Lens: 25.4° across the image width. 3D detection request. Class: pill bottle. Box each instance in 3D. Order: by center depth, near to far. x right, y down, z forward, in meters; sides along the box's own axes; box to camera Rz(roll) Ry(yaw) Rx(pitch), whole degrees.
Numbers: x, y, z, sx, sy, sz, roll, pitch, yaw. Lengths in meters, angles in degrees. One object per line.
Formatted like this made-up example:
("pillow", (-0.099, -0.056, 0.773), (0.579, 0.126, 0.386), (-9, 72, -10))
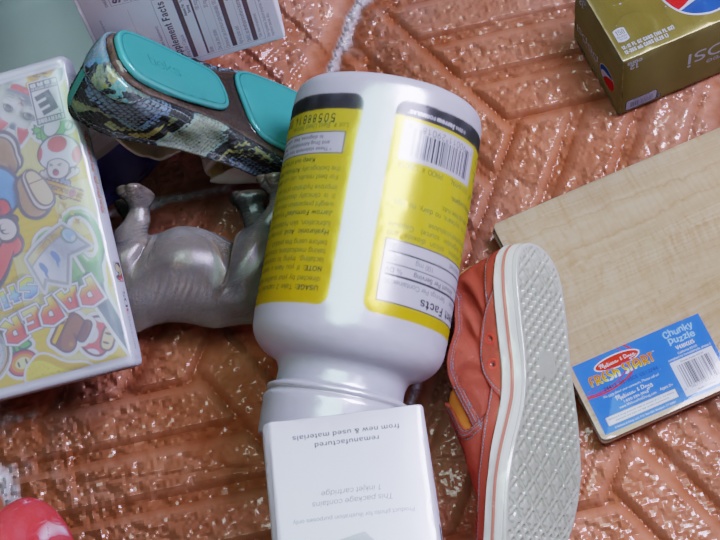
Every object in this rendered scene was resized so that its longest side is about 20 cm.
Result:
("pill bottle", (0.000, 0.000, 0.894), (0.110, 0.111, 0.201), (8, 77, 11))

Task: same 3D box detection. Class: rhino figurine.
("rhino figurine", (-0.133, -0.004, 0.951), (0.198, 0.060, 0.088), (-5, 77, 6))

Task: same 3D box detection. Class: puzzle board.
("puzzle board", (0.198, -0.001, 0.937), (0.199, 0.017, 0.151), (-23, 65, -4))

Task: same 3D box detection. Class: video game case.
("video game case", (-0.241, -0.010, 0.926), (0.199, 0.023, 0.183), (-14, 86, 8))

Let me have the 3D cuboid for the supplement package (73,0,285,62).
("supplement package", (-0.128, -0.241, 0.923), (0.110, 0.156, 0.201), (-17, 65, -1))

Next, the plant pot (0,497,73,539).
("plant pot", (-0.252, 0.185, 0.800), (0.181, 0.201, 0.201), (16, 67, 10))

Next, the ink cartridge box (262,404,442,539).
("ink cartridge box", (0.007, 0.188, 0.794), (0.082, 0.147, 0.201), (-7, 64, 1))

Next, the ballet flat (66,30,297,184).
("ballet flat", (-0.089, -0.087, 0.948), (0.074, 0.199, 0.075), (-20, 60, 41))

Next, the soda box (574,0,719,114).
("soda box", (0.235, -0.174, 0.990), (0.199, 0.064, 0.068), (-23, 63, -5))

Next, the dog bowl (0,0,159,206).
("dog bowl", (-0.212, -0.129, 1.013), (0.198, 0.079, 0.201), (-3, 63, 6))

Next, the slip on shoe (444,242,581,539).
("slip on shoe", (0.080, 0.085, 0.888), (0.061, 0.074, 0.201), (-17, 64, 38))
